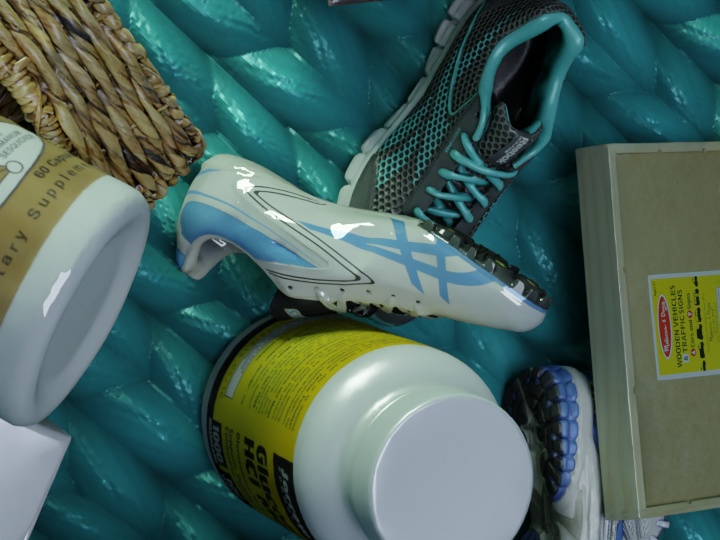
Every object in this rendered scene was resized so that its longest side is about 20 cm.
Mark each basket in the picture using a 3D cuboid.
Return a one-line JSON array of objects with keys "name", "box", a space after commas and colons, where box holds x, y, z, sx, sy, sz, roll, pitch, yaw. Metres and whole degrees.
[{"name": "basket", "box": [-0.188, -0.081, 1.098, 0.149, 0.143, 0.200, -42, 111, -14]}]

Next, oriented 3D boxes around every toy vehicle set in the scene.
[{"name": "toy vehicle set", "box": [0.179, 0.030, 1.300, 0.124, 0.026, 0.202, -2, 86, -38]}]

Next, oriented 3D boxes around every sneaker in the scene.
[{"name": "sneaker", "box": [0.053, -0.063, 1.234, 0.077, 0.091, 0.201, 26, 86, -23]}, {"name": "sneaker", "box": [0.000, 0.000, 1.189, 0.199, 0.072, 0.073, 17, 89, 19]}, {"name": "sneaker", "box": [0.134, 0.150, 1.309, 0.085, 0.077, 0.202, -6, 100, -27]}]

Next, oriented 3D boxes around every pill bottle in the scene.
[{"name": "pill bottle", "box": [0.003, 0.086, 1.172, 0.112, 0.200, 0.114, -3, 98, -23]}, {"name": "pill bottle", "box": [-0.202, -0.027, 1.025, 0.199, 0.114, 0.115, 28, 85, 7]}]

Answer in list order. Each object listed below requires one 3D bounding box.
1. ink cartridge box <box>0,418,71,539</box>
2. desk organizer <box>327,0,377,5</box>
[{"name": "ink cartridge box", "box": [-0.251, 0.063, 1.088, 0.199, 0.144, 0.085, 27, 87, -25]}, {"name": "desk organizer", "box": [0.058, -0.183, 1.228, 0.198, 0.077, 0.072, -8, 100, -23]}]
